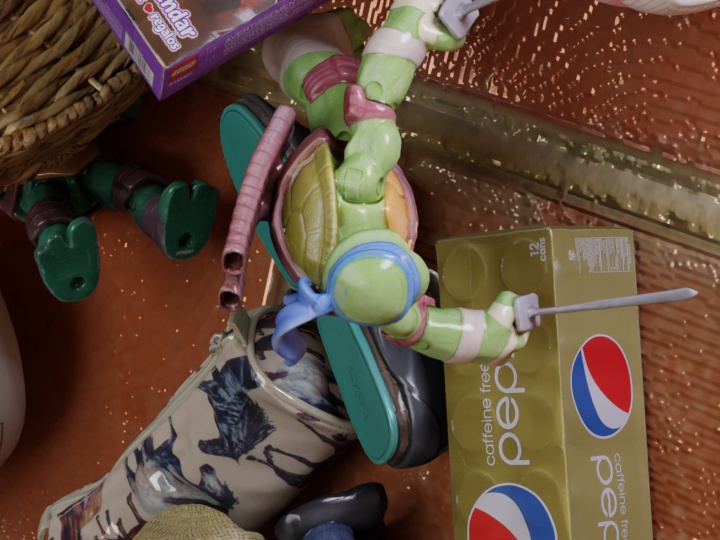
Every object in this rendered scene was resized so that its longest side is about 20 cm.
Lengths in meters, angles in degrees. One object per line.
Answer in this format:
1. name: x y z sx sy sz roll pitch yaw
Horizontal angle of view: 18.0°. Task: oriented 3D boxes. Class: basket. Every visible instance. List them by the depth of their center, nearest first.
1. basket: -0.173 -0.124 1.145 0.143 0.200 0.149 42 155 -3

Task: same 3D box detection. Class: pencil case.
1. pencil case: -0.080 0.096 1.130 0.089 0.078 0.200 42 123 -7

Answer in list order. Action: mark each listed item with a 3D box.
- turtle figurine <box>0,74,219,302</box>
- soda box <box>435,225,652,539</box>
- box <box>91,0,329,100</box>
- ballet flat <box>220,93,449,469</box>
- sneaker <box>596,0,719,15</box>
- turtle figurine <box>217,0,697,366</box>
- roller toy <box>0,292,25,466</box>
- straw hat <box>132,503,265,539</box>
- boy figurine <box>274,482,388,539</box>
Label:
1. turtle figurine: -0.162 -0.066 1.196 0.150 0.101 0.200 -35 48 -9
2. soda box: 0.083 0.082 0.999 0.068 0.064 0.201 -6 86 42
3. box: -0.081 -0.190 0.961 0.200 0.137 0.039 55 164 10
4. ballet flat: 0.000 0.000 1.071 0.073 0.073 0.200 -41 66 34
5. sneaker: 0.076 -0.150 0.900 0.105 0.200 0.076 -159 82 -68
6. turtle figurine: 0.035 -0.041 0.932 0.200 0.144 0.194 -42 27 4
7. roller toy: -0.272 0.045 1.242 0.182 0.139 0.201 1 111 57
8. straw hat: -0.082 0.158 1.072 0.201 0.201 0.085 -4 50 41
9. boy figurine: 0.020 0.194 1.024 0.124 0.064 0.200 89 157 -55
